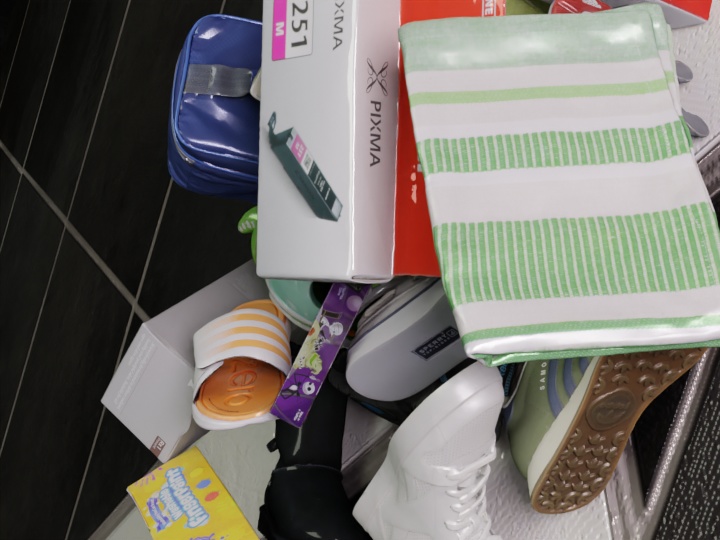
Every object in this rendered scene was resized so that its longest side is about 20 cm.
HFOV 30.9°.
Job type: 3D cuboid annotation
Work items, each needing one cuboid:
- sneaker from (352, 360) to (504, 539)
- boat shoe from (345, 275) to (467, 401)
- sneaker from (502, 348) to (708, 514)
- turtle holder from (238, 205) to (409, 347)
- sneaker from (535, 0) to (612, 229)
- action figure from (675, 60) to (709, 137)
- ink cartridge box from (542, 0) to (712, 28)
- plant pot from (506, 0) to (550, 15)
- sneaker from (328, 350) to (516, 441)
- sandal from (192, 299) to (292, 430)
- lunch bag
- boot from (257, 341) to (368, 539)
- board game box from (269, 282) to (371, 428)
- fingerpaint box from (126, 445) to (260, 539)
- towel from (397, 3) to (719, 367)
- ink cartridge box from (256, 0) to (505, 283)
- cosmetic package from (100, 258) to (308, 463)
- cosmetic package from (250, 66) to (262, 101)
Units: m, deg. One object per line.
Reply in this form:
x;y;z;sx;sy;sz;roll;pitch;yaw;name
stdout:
0.068;0.145;0.802;0.116;0.073;0.201;52;148;22;sneaker
0.070;0.015;0.837;0.200;0.072;0.066;-38;33;35;boat shoe
0.137;0.042;0.753;0.201;0.066;0.090;-63;32;31;sneaker
0.006;-0.025;1.016;0.185;0.141;0.132;-34;59;11;turtle holder
0.111;-0.051;0.761;0.116;0.078;0.202;133;152;-56;sneaker
0.134;-0.056;0.831;0.200;0.054;0.119;-41;43;45;action figure
0.141;-0.268;0.787;0.084;0.174;0.202;6;83;64;ink cartridge box
0.093;-0.249;0.904;0.191;0.199;0.200;-58;27;6;plant pot
0.048;0.073;0.941;0.199;0.073;0.083;4;67;58;sneaker
-0.093;0.054;0.995;0.207;0.078;0.060;-97;-4;-67;sandal
-0.069;-0.134;1.145;0.132;0.198;0.137;129;148;-75;lunch bag
-0.033;0.143;1.046;0.198;0.073;0.164;-179;98;-72;boot
0.000;0.000;0.890;0.120;0.032;0.201;-76;11;-75;board game box
-0.097;0.255;1.023;0.168;0.073;0.200;65;167;-22;fingerpaint box
0.107;-0.050;0.673;0.023;0.151;0.202;97;167;-63;towel
0.008;-0.093;0.780;0.173;0.043;0.203;1;89;48;ink cartridge box
-0.122;0.070;1.140;0.090;0.200;0.107;43;123;13;cosmetic package
-0.029;-0.161;0.979;0.104;0.073;0.200;-58;8;7;cosmetic package
